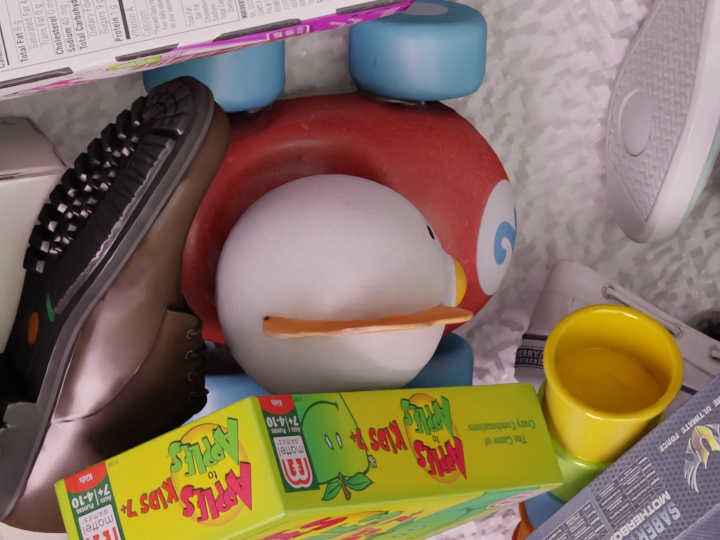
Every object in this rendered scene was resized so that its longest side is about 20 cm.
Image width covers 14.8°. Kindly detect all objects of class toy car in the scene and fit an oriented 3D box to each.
[{"bbox_3d":[0.000,0.000,1.141,0.176,0.200,0.185,-4,109,-17],"label":"toy car"}]

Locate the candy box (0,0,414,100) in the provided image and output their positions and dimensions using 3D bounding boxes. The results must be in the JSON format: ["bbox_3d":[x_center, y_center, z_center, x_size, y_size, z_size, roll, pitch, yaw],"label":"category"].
[{"bbox_3d":[-0.080,-0.109,1.063,0.199,0.136,0.061,-12,93,0],"label":"candy box"}]

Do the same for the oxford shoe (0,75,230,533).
[{"bbox_3d":[-0.092,0.016,1.091,0.084,0.073,0.200,17,113,-26],"label":"oxford shoe"}]

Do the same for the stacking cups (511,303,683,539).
[{"bbox_3d":[0.094,0.096,1.230,0.060,0.061,0.200,-9,145,-15],"label":"stacking cups"}]

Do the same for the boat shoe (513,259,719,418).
[{"bbox_3d":[0.160,0.051,1.287,0.199,0.072,0.066,22,78,-24],"label":"boat shoe"}]

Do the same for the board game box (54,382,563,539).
[{"bbox_3d":[-0.016,0.085,1.103,0.200,0.101,0.048,0,69,-56],"label":"board game box"}]

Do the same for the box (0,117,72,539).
[{"bbox_3d":[-0.160,0.044,1.163,0.077,0.095,0.201,-7,108,-16],"label":"box"}]

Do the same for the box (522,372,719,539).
[{"bbox_3d":[0.138,0.124,1.207,0.200,0.051,0.157,-43,151,23],"label":"box"}]

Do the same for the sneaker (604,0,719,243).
[{"bbox_3d":[0.187,-0.099,1.242,0.118,0.074,0.201,8,110,-28],"label":"sneaker"}]
